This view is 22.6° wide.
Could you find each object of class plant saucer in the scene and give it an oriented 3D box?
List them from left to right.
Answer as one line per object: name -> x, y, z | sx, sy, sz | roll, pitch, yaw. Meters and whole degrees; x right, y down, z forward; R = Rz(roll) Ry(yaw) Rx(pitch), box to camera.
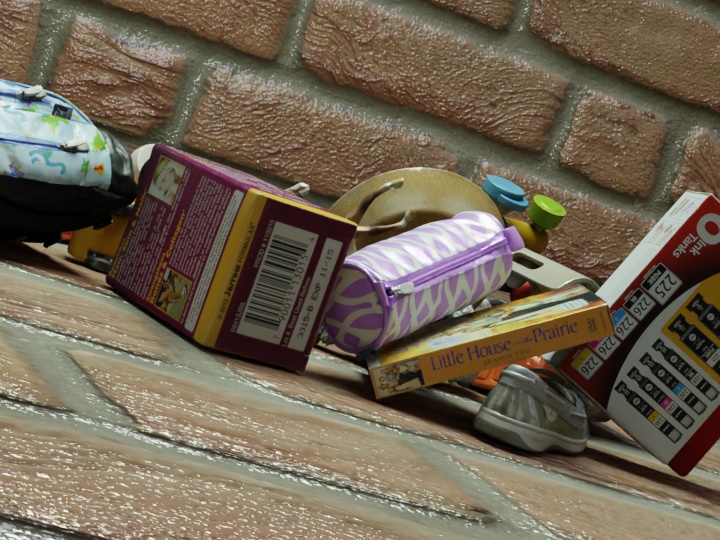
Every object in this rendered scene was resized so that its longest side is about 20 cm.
plant saucer -> 0.049, -0.005, 1.759 | 0.200, 0.200, 0.035 | 18, 27, -23

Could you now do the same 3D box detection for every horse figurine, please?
horse figurine -> 0.000, 0.000, 1.698 | 0.132, 0.200, 0.050 | -20, 19, 0

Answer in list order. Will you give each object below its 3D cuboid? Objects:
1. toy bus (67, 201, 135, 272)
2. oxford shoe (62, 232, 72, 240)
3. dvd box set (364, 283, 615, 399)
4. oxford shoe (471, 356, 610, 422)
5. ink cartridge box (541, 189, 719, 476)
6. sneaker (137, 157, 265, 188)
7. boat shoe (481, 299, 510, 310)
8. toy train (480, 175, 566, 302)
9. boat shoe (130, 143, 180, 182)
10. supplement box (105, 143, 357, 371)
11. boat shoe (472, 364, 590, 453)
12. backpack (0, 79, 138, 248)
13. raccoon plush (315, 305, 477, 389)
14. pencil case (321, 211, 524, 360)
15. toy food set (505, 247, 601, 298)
toy bus -> -0.166, -0.015, 1.654 | 0.200, 0.065, 0.078 | 19, 5, -13
oxford shoe -> -0.291, -0.060, 1.746 | 0.072, 0.071, 0.200 | 1, -15, 40
dvd box set -> 0.101, 0.057, 1.498 | 0.200, 0.029, 0.146 | -15, 6, 0
oxford shoe -> 0.154, 0.103, 1.732 | 0.200, 0.071, 0.073 | 22, -20, 40
ink cartridge box -> 0.292, 0.061, 1.572 | 0.176, 0.200, 0.084 | 41, 1, -7
sneaker -> -0.132, -0.052, 1.741 | 0.200, 0.078, 0.089 | 37, 40, -29
boat shoe -> 0.171, 0.070, 1.913 | 0.060, 0.074, 0.200 | -17, 12, -4
toy train -> 0.178, -0.027, 1.881 | 0.200, 0.116, 0.085 | 13, 26, -37
boat shoe -> -0.184, -0.058, 1.869 | 0.093, 0.075, 0.200 | -21, -39, 37
supplement box -> -0.110, -0.013, 1.480 | 0.103, 0.131, 0.200 | 17, 7, -34
boat shoe -> 0.151, 0.111, 1.508 | 0.074, 0.065, 0.202 | 22, 5, 24
backpack -> -0.314, -0.091, 1.508 | 0.163, 0.154, 0.200 | -15, -1, 38
raccoon plush -> 0.031, 0.046, 1.661 | 0.200, 0.097, 0.134 | 21, -3, 21
pencil case -> 0.047, 0.006, 1.509 | 0.200, 0.085, 0.084 | -25, 83, -49
toy food set -> 0.199, 0.061, 1.725 | 0.200, 0.060, 0.143 | 51, -12, -30
